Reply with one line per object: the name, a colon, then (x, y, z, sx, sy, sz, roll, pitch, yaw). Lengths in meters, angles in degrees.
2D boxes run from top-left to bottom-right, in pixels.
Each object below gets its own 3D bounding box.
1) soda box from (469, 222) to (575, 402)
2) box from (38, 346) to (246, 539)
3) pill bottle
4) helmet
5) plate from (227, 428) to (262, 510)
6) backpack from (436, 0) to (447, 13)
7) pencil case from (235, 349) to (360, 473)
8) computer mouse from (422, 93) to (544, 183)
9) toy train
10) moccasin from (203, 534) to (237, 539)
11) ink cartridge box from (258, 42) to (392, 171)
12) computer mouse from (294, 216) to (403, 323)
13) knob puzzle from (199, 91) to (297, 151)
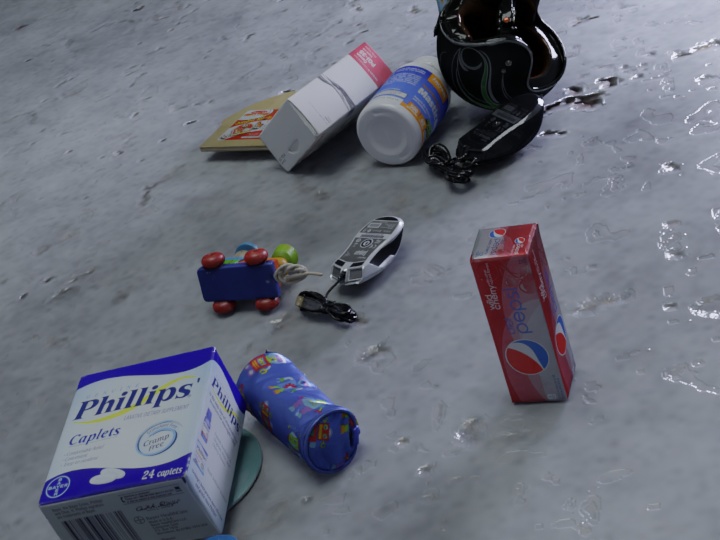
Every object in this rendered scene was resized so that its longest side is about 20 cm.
soda box: (0.181, 0.049, 1.452, 0.070, 0.201, 0.064, -6, 33, 24)
box: (-0.240, 0.204, 1.487, 0.183, 0.105, 0.201, -13, 37, 16)
pill bottle: (0.081, -0.267, 2.137, 0.111, 0.113, 0.200, -1, 35, 30)
helmet: (0.223, -0.349, 2.106, 0.199, 0.191, 0.201, -11, 54, 15)
plate: (-0.213, 0.239, 1.553, 0.199, 0.026, 0.201, -16, 30, 9)
backpack: (0.213, -0.441, 2.280, 0.146, 0.184, 0.200, -21, 17, 5)
pencil case: (-0.073, 0.163, 1.542, 0.086, 0.079, 0.200, -14, 24, -26)
computer mouse: (0.201, -0.195, 2.015, 0.199, 0.053, 0.139, -35, 30, -5)
toy train: (-0.119, -0.003, 1.857, 0.199, 0.085, 0.116, -5, 19, 25)
moccasin: (-0.185, 0.348, 1.313, 0.080, 0.068, 0.200, -1, 32, 43)
ink cartridge box: (-0.057, -0.271, 2.194, 0.200, 0.083, 0.146, -41, 0, -32)
computer mouse: (0.000, 0.000, 1.812, 0.109, 0.044, 0.200, 5, 43, 45)
knob puzzle: (-0.164, -0.260, 2.357, 0.218, 0.031, 0.220, -16, 29, 9)
